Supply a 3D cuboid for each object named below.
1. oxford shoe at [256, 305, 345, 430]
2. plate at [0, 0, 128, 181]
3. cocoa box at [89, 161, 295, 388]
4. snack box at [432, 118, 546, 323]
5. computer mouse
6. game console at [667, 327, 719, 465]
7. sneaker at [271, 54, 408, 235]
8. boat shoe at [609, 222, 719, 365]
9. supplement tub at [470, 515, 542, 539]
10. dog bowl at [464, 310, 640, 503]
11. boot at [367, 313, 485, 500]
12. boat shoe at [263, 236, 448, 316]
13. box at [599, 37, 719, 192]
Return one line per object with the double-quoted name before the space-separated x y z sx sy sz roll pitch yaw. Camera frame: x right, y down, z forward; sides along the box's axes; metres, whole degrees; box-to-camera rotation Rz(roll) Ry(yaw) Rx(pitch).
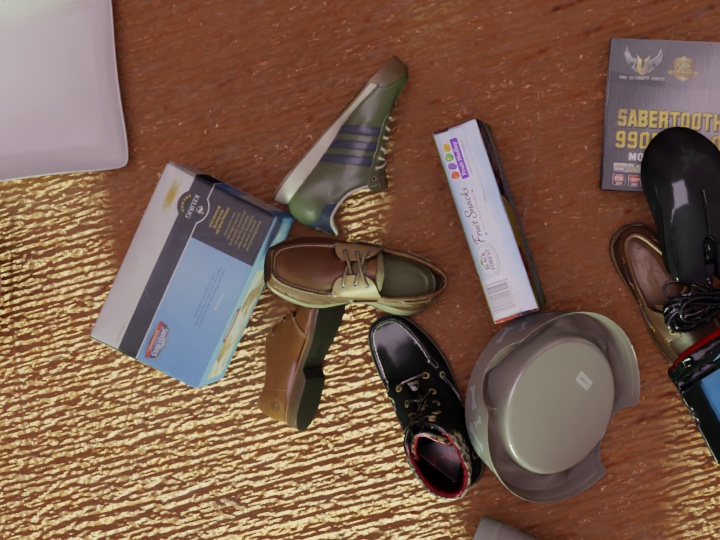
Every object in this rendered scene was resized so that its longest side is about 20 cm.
"oxford shoe" -0.065 0.064 1.777 0.071 0.071 0.201 17 88 25
"plate" -0.355 -0.201 1.826 0.198 0.032 0.202 -6 90 8
"cocoa box" -0.172 0.005 1.754 0.131 0.133 0.201 25 94 6
"snack box" 0.134 -0.051 1.709 0.053 0.142 0.201 -18 89 9
"computer mouse" 0.346 -0.050 1.669 0.138 0.053 0.201 -18 90 -8
"game console" 0.420 0.092 1.657 0.199 0.172 0.119 -32 78 -2
"sneaker" 0.001 -0.125 1.768 0.090 0.067 0.200 41 96 -3
"boat shoe" 0.324 0.040 1.723 0.072 0.068 0.201 -34 87 7
"supplement tub" 0.190 0.351 1.715 0.199 0.132 0.133 23 94 6
"dog bowl" 0.192 0.132 1.698 0.199 0.059 0.202 -10 109 -32
"boot" 0.065 0.140 1.715 0.073 0.154 0.205 -28 88 7
"boat shoe" 0.000 0.000 1.718 0.199 0.074 0.076 6 77 -26
"box" 0.352 -0.156 1.725 0.198 0.048 0.160 4 93 7
